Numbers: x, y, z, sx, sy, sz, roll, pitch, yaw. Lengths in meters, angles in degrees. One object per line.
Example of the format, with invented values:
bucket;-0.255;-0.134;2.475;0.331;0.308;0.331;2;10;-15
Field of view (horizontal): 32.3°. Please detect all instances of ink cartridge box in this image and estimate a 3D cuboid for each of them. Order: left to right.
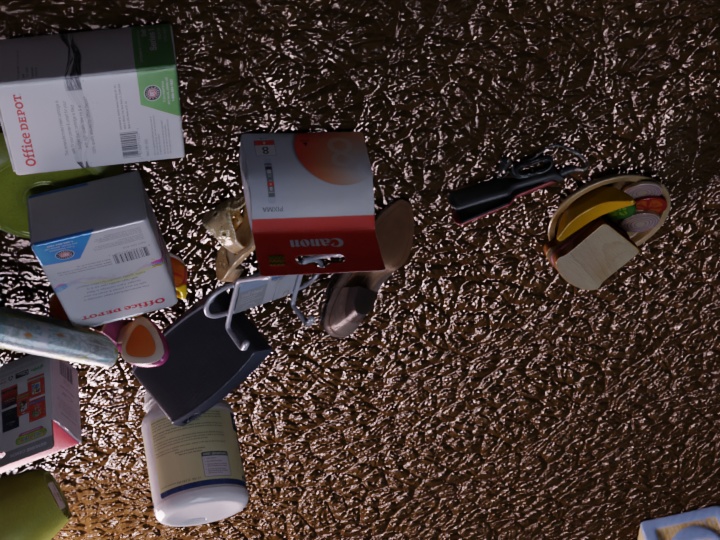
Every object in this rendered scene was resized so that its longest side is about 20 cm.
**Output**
ink cartridge box;-0.517;0.233;1.819;0.200;0.176;0.084;-21;141;10
ink cartridge box;-0.308;-0.195;1.421;0.200;0.084;0.146;-6;141;-9
ink cartridge box;-0.326;-0.022;1.587;0.144;0.085;0.200;-13;146;-4
ink cartridge box;-0.061;-0.087;1.537;0.162;0.200;0.050;-3;141;-14

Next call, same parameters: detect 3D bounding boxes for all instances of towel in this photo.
towel;-0.435;0.085;1.678;0.171;0.048;0.200;12;179;-28

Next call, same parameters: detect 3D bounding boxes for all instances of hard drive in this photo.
hard drive;-0.238;0.130;1.810;0.200;0.135;0.042;-40;176;22

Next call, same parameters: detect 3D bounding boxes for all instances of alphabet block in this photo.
alphabet block;0.720;0.657;2.709;0.195;0.197;0.200;-10;142;-2

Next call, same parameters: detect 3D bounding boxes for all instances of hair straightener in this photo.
hair straightener;0.216;-0.124;1.705;0.200;0.041;0.077;-17;142;4

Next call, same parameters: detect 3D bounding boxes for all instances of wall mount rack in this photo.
wall mount rack;-0.111;0.025;1.715;0.200;0.075;0.174;-20;147;-33

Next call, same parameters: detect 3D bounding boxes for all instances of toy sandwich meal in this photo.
toy sandwich meal;0.362;-0.057;1.809;0.205;0.070;0.205;-8;142;-7

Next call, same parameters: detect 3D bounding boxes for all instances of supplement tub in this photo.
supplement tub;-0.259;0.279;1.917;0.145;0.200;0.145;-11;156;-5

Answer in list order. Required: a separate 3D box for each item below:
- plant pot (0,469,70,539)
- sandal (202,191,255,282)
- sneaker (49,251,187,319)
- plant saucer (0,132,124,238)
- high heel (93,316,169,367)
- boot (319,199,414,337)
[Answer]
plant pot;-0.589;0.415;2.046;0.200;0.187;0.187;-28;142;-6
sandal;-0.178;-0.053;1.647;0.070;0.078;0.212;3;145;-23
sneaker;-0.335;0.032;1.705;0.200;0.077;0.073;-18;144;8
plant saucer;-0.396;-0.100;1.558;0.200;0.031;0.200;-8;142;-6
high heel;-0.299;0.109;1.742;0.096;0.067;0.200;35;164;-37
boot;0.000;0.000;1.753;0.070;0.200;0.146;30;164;-14
